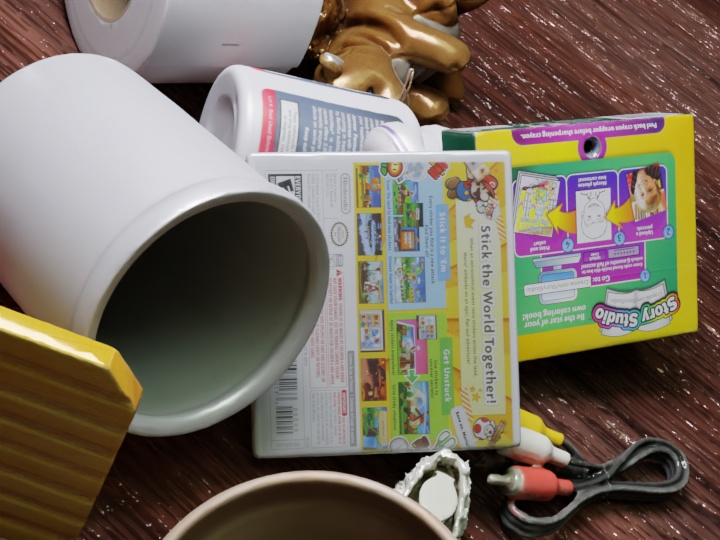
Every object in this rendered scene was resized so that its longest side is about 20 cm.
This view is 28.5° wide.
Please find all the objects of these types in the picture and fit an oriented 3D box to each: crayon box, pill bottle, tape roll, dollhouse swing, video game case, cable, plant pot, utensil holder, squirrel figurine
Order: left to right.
[{"bbox_3d":[-0.237,0.107,0.700,0.175,0.201,0.182,32,40,1],"label":"dollhouse swing"},{"bbox_3d":[-0.143,-0.021,0.881,0.169,0.171,0.200,-11,37,-38],"label":"utensil holder"},{"bbox_3d":[-0.136,-0.249,1.117,0.138,0.203,0.203,-5,51,-34],"label":"tape roll"},{"bbox_3d":[-0.028,0.219,0.770,0.199,0.093,0.202,0,57,0],"label":"plant pot"},{"bbox_3d":[-0.018,-0.079,1.079,0.199,0.120,0.120,9,45,-23],"label":"pill bottle"},{"bbox_3d":[-0.007,-0.191,1.205,0.199,0.142,0.187,34,52,7],"label":"squirrel figurine"},{"bbox_3d":[0.015,0.021,0.947,0.180,0.023,0.202,-1,87,-9],"label":"video game case"},{"bbox_3d":[0.163,-0.027,1.084,0.199,0.174,0.058,-7,10,-25],"label":"crayon box"},{"bbox_3d":[0.165,0.145,1.014,0.198,0.050,0.098,8,46,-22],"label":"cable"}]

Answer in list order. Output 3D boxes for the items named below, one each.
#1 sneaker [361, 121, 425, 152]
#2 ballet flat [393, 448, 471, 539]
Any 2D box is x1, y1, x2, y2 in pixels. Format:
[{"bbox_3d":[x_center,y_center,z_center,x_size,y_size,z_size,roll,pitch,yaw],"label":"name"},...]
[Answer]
[{"bbox_3d":[0.000,0.000,0.982,0.114,0.073,0.202,-7,93,-28],"label":"sneaker"},{"bbox_3d":[0.024,0.185,0.882,0.071,0.072,0.200,29,41,-1],"label":"ballet flat"}]
